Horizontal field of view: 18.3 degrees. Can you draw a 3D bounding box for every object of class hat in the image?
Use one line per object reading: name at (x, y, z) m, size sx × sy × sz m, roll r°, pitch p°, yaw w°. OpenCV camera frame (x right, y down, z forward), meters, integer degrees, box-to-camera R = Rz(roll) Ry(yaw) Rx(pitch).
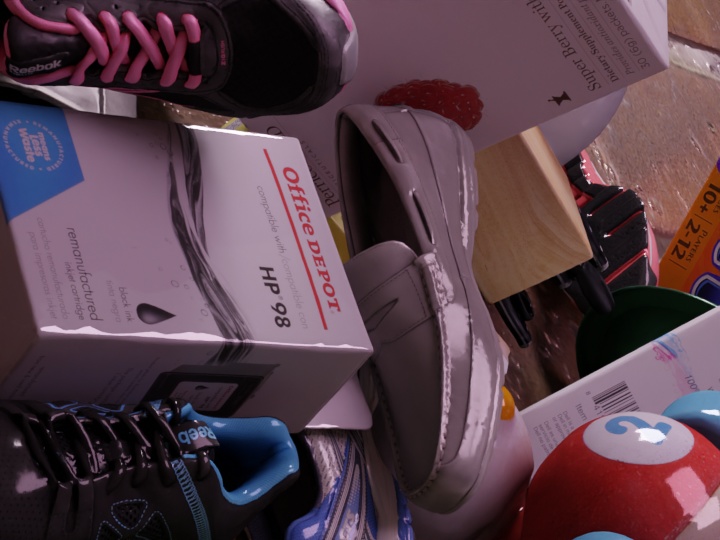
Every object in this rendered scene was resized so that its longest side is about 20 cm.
hat at (0.166, 0.131, 1.302) m, size 0.199 × 0.167 × 0.176 m, roll 27°, pitch 49°, yaw 26°

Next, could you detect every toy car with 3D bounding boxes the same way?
toy car at (0.064, 0.097, 1.058) m, size 0.200 × 0.177 × 0.184 m, roll 44°, pitch 35°, yaw 3°

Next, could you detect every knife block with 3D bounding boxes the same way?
knife block at (0.098, -0.038, 1.278) m, size 0.174 × 0.201 × 0.064 m, roll 4°, pitch 49°, yaw -25°

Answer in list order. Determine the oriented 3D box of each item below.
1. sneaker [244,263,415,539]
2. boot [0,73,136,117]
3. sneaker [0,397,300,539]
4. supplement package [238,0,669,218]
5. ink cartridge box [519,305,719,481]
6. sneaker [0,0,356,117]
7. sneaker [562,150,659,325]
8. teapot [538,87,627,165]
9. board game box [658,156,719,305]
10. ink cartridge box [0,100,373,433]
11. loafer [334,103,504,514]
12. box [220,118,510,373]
sneaker at (-0.034, 0.059, 1.009) m, size 0.085 × 0.077 × 0.201 m, roll 23°, pitch 39°, yaw -46°
boot at (-0.117, -0.106, 1.061) m, size 0.181 × 0.073 × 0.201 m, roll 24°, pitch 31°, yaw -30°
sneaker at (-0.103, 0.071, 0.845) m, size 0.199 × 0.082 × 0.074 m, roll 12°, pitch 51°, yaw -58°
supplement package at (0.036, -0.135, 1.086) m, size 0.121 × 0.199 × 0.120 m, roll 48°, pitch 32°, yaw -33°
ink cartridge box at (0.198, 0.107, 1.229) m, size 0.146 × 0.199 × 0.088 m, roll 62°, pitch 1°, yaw 16°
sneaker at (-0.101, -0.096, 0.899) m, size 0.095 × 0.198 × 0.080 m, roll -52°, pitch 152°, yaw -54°
sneaker at (0.159, -0.017, 1.464) m, size 0.087 × 0.073 × 0.201 m, roll 53°, pitch 8°, yaw -34°
teapot at (0.065, -0.113, 1.335) m, size 0.199 × 0.197 × 0.147 m, roll 23°, pitch 71°, yaw -16°
board game box at (0.319, 0.050, 1.470) m, size 0.199 × 0.201 × 0.199 m, roll 34°, pitch 8°, yaw 35°
ink cartridge box at (-0.073, 0.001, 0.931) m, size 0.199 × 0.067 × 0.117 m, roll 4°, pitch 52°, yaw -36°
loafer at (0.019, 0.014, 1.004) m, size 0.069 × 0.070 × 0.202 m, roll 14°, pitch 52°, yaw -29°
box at (0.000, 0.000, 1.182) m, size 0.200 × 0.050 × 0.075 m, roll 48°, pitch 25°, yaw -18°
